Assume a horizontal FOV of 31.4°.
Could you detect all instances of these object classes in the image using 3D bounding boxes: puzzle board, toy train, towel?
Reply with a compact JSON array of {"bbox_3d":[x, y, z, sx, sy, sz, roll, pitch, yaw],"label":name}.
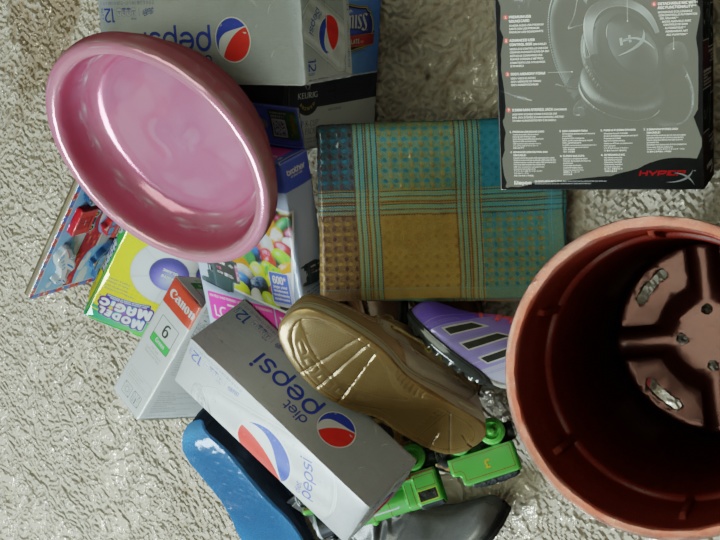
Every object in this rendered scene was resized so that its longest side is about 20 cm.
[{"bbox_3d":[-0.227,-0.059,1.223,0.017,0.150,0.200,45,124,19],"label":"puzzle board"},{"bbox_3d":[0.042,0.177,1.081,0.199,0.042,0.057,-20,77,8],"label":"toy train"},{"bbox_3d":[0.065,-0.047,1.017,0.199,0.022,0.148,-1,103,-1],"label":"towel"}]

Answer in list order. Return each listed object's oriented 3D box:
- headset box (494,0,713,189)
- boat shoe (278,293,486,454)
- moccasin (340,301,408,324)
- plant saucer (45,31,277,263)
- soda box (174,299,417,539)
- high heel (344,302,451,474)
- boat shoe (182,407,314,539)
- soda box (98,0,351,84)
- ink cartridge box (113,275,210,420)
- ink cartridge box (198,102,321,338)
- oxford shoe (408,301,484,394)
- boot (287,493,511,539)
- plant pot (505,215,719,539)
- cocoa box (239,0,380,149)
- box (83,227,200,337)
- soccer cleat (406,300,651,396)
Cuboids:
[{"bbox_3d":[0.176,-0.161,0.922,0.148,0.077,0.201,0,101,21],"label":"headset box"},{"bbox_3d":[0.018,0.073,1.024,0.200,0.069,0.074,37,124,-25],"label":"boat shoe"},{"bbox_3d":[0.000,0.000,1.091,0.077,0.074,0.203,-6,92,0],"label":"moccasin"},{"bbox_3d":[-0.144,-0.098,0.970,0.200,0.051,0.201,21,139,19],"label":"plant saucer"},{"bbox_3d":[-0.055,0.121,1.040,0.200,0.068,0.064,41,138,12],"label":"soda box"},{"bbox_3d":[0.026,0.082,1.135,0.199,0.071,0.143,31,97,12],"label":"high heel"},{"bbox_3d":[-0.091,0.207,1.232,0.084,0.069,0.201,-11,120,29],"label":"boat shoe"},{"bbox_3d":[-0.106,-0.179,0.978,0.199,0.063,0.069,6,106,33],"label":"soda box"},{"bbox_3d":[-0.137,0.048,1.196,0.050,0.109,0.201,43,113,32],"label":"ink cartridge box"},{"bbox_3d":[-0.088,-0.038,1.047,0.119,0.042,0.201,13,120,36],"label":"ink cartridge box"},{"bbox_3d":[0.064,0.030,1.080,0.071,0.071,0.201,6,107,34],"label":"oxford shoe"},{"bbox_3d":[0.026,0.212,1.133,0.200,0.070,0.132,-33,98,36],"label":"boot"},{"bbox_3d":[0.222,0.058,0.872,0.200,0.195,0.202,2,96,24],"label":"plant pot"},{"bbox_3d":[-0.099,-0.187,1.105,0.199,0.133,0.132,14,109,33],"label":"cocoa box"},{"bbox_3d":[-0.185,-0.001,1.234,0.117,0.049,0.200,21,125,-16],"label":"box"},{"bbox_3d":[0.133,0.065,1.014,0.199,0.068,0.073,29,104,2],"label":"soccer cleat"}]
